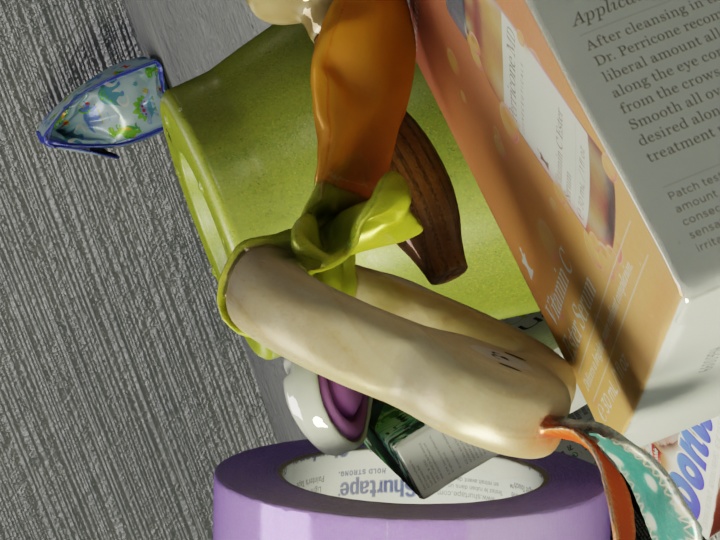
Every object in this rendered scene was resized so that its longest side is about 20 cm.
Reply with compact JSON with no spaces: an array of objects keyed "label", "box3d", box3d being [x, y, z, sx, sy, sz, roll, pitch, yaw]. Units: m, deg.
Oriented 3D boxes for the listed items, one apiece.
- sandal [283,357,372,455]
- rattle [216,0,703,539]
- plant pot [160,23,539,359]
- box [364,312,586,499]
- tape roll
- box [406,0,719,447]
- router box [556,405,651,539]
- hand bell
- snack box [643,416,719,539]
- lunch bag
[{"label":"sandal","box3d":[0.004,0.004,0.958,0.082,0.050,0.203,49,-145,-45]},{"label":"rattle","box3d":[0.051,-0.002,0.630,0.130,0.143,0.200,36,174,-35]},{"label":"plant pot","box3d":[0.019,-0.051,0.862,0.200,0.193,0.201,158,90,-81]},{"label":"box","box3d":[0.062,0.049,0.987,0.036,0.144,0.200,62,172,-10]},{"label":"tape roll","box3d":[0.026,0.132,0.955,0.200,0.200,0.066,-153,64,-77]},{"label":"box","box3d":[0.098,-0.064,0.639,0.152,0.106,0.200,89,157,-66]},{"label":"router box","box3d":[0.154,0.181,1.047,0.149,0.051,0.200,78,166,-46]},{"label":"hand bell","box3d":[-0.006,-0.085,0.754,0.104,0.104,0.200,95,153,-71]},{"label":"snack box","box3d":[0.146,0.044,0.834,0.072,0.024,0.200,50,163,30]},{"label":"lunch bag","box3d":[-0.376,-0.228,2.781,0.170,0.200,0.128,-155,45,-76]}]
